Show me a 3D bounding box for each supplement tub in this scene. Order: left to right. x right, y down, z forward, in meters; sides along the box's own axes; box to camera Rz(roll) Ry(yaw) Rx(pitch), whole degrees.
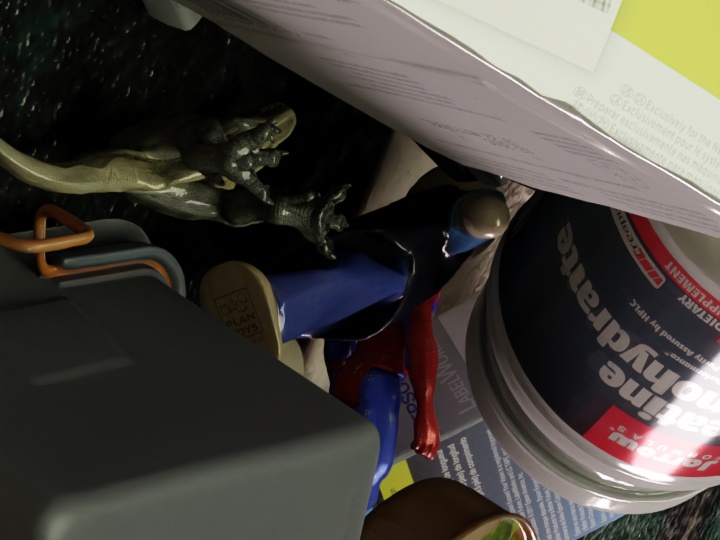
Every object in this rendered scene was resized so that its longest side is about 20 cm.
[{"bbox_3d":[0.132,-0.001,1.136,0.140,0.140,0.200,-48,177,-34],"label":"supplement tub"}]

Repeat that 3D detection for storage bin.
[{"bbox_3d":[-0.093,0.063,0.950,0.200,0.134,0.146,-11,120,-50],"label":"storage bin"}]

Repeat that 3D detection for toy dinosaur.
[{"bbox_3d":[-0.057,-0.035,1.027,0.200,0.088,0.048,-1,102,-64],"label":"toy dinosaur"}]

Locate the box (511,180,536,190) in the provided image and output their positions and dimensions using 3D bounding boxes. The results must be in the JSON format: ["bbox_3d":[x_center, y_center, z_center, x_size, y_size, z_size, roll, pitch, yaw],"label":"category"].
[{"bbox_3d":[0.126,-0.080,1.222,0.036,0.200,0.143,-44,148,-43],"label":"box"}]

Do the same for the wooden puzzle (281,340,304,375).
[{"bbox_3d":[-0.092,0.121,1.152,0.185,0.037,0.200,-3,114,-62],"label":"wooden puzzle"}]

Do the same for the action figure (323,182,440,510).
[{"bbox_3d":[0.001,0.058,1.234,0.052,0.065,0.201,22,81,-37],"label":"action figure"}]

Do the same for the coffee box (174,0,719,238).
[{"bbox_3d":[0.049,-0.145,0.879,0.200,0.200,0.198,28,86,-31],"label":"coffee box"}]

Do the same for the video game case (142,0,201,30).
[{"bbox_3d":[-0.042,-0.206,0.991,0.182,0.023,0.200,-57,152,-20],"label":"video game case"}]

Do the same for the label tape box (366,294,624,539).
[{"bbox_3d":[0.053,0.079,1.349,0.200,0.066,0.143,-25,146,-5],"label":"label tape box"}]

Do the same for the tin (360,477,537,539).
[{"bbox_3d":[-0.012,0.155,1.040,0.200,0.042,0.112,-45,154,-25],"label":"tin"}]

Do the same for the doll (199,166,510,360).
[{"bbox_3d":[0.000,0.000,1.134,0.136,0.049,0.200,-28,179,34],"label":"doll"}]

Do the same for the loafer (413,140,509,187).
[{"bbox_3d":[0.045,-0.078,1.110,0.072,0.073,0.200,-45,-165,-3],"label":"loafer"}]
